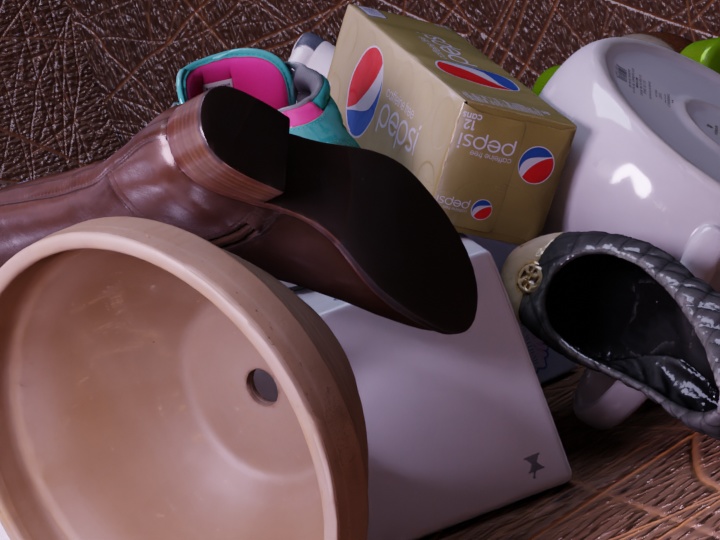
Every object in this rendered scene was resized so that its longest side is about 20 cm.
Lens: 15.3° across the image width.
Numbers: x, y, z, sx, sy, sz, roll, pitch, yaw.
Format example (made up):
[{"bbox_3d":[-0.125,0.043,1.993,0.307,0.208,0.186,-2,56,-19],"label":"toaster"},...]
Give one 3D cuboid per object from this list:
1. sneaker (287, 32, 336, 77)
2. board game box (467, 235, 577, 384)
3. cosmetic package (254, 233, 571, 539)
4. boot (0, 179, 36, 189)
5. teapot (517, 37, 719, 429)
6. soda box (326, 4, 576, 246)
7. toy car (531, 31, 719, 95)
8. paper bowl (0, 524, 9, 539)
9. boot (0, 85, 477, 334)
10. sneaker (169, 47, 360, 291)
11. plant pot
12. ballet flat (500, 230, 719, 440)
[{"bbox_3d":[-0.067,-0.052,1.574,0.200,0.071,0.073,-48,-10,9],"label":"sneaker"},{"bbox_3d":[0.000,0.000,1.499,0.199,0.201,0.041,-24,7,-22],"label":"board game box"},{"bbox_3d":[-0.019,0.069,1.329,0.199,0.123,0.200,-21,8,-2],"label":"cosmetic package"},{"bbox_3d":[-0.194,0.031,1.422,0.164,0.066,0.200,-11,-27,-15],"label":"boot"},{"bbox_3d":[0.152,-0.014,1.390,0.200,0.198,0.146,5,-54,-48],"label":"teapot"},{"bbox_3d":[0.040,-0.077,1.384,0.064,0.068,0.200,12,15,-20],"label":"soda box"},{"bbox_3d":[0.240,-0.080,1.723,0.199,0.159,0.164,-10,3,-37],"label":"toy car"},{"bbox_3d":[-0.217,0.104,1.299,0.200,0.201,0.104,-20,7,6],"label":"paper bowl"},{"bbox_3d":[-0.073,-0.003,1.213,0.200,0.186,0.064,-23,43,41],"label":"boot"},{"bbox_3d":[-0.064,-0.048,1.349,0.083,0.121,0.200,-25,7,-35],"label":"sneaker"},{"bbox_3d":[-0.066,0.063,1.137,0.200,0.202,0.093,-15,11,41],"label":"plant pot"},{"bbox_3d":[0.128,0.023,1.233,0.057,0.067,0.200,11,10,-39],"label":"ballet flat"}]
